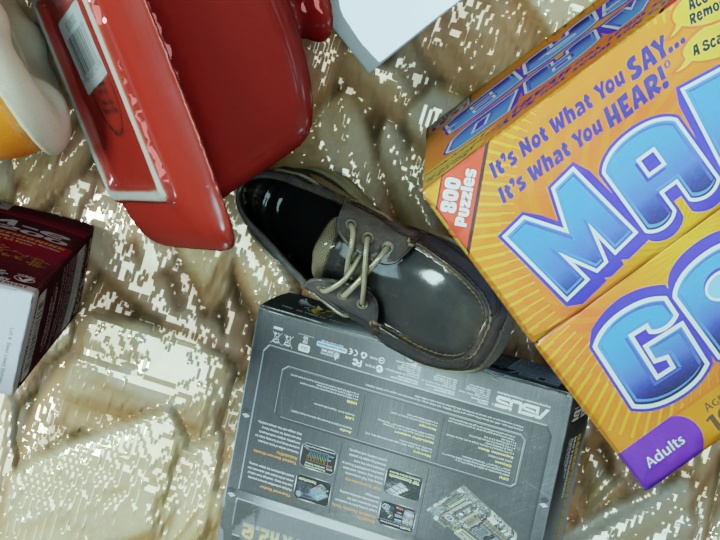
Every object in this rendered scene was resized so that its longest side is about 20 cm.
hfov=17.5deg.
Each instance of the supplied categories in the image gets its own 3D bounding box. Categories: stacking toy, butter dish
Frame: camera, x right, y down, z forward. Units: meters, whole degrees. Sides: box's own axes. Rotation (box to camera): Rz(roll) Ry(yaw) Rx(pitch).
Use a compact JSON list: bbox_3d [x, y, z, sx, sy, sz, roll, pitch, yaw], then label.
[{"bbox_3d":[-0.274,-0.090,1.312,0.199,0.146,0.147,-29,99,3],"label":"stacking toy"},{"bbox_3d":[-0.084,-0.125,1.303,0.147,0.200,0.201,-25,99,-16],"label":"butter dish"}]

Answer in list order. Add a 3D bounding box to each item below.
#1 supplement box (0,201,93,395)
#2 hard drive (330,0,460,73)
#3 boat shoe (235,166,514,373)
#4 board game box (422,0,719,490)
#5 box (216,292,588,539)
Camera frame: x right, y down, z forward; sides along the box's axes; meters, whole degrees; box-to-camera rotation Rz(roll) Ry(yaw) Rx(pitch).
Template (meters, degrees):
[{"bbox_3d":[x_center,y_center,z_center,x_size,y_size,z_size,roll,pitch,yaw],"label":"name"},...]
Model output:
[{"bbox_3d":[-0.219,0.007,1.309,0.108,0.200,0.061,14,101,-1],"label":"supplement box"},{"bbox_3d":[-0.005,-0.233,1.338,0.132,0.027,0.200,-37,97,9],"label":"hard drive"},{"bbox_3d":[0.000,0.000,1.312,0.199,0.073,0.075,30,104,40],"label":"boat shoe"},{"bbox_3d":[0.171,-0.041,1.281,0.199,0.200,0.200,-36,98,9],"label":"board game box"},{"bbox_3d":[0.024,0.116,1.370,0.199,0.048,0.160,15,104,18],"label":"box"}]
